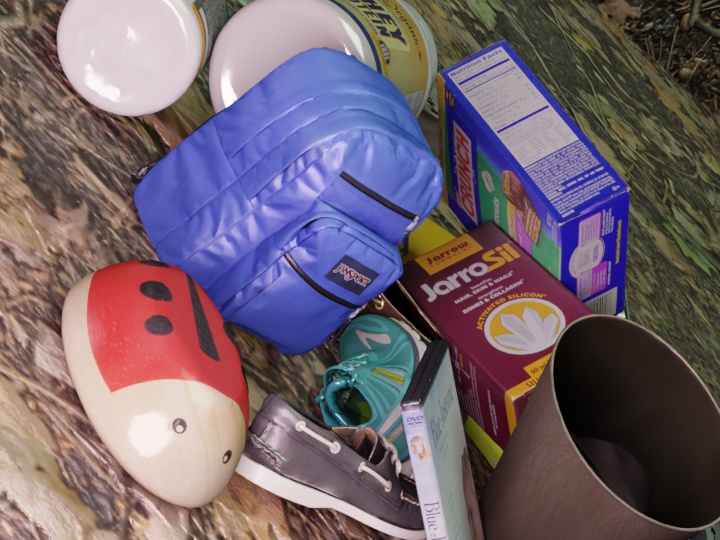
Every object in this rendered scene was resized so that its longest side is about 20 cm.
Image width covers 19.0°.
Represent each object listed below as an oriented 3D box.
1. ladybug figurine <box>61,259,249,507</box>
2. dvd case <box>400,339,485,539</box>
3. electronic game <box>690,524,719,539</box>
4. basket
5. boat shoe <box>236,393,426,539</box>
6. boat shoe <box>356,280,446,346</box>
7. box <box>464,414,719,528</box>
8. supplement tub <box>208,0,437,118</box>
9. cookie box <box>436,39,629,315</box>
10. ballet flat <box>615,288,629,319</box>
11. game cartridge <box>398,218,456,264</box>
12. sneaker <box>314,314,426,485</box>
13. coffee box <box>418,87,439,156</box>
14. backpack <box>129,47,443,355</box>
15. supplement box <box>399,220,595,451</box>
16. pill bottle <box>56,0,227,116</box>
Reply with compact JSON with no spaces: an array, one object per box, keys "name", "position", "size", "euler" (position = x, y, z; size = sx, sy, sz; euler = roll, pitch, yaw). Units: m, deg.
[{"name":"ladybug figurine","position":[-0.124,0.060,1.363],"size":[0.135,0.072,0.201],"euler":[33,23,-39]},{"name":"dvd case","position":[0.064,0.164,1.520],"size":[0.143,0.017,0.202],"euler":[-56,136,-72]},{"name":"electronic game","position":[0.204,0.220,1.726],"size":[0.198,0.042,0.201],"euler":[11,54,-15]},{"name":"basket","position":[0.167,0.164,1.591],"size":[0.135,0.200,0.181],"euler":[-9,59,-30]},{"name":"boat shoe","position":[-0.007,0.133,1.472],"size":[0.199,0.061,0.074],"euler":[24,6,-42]},{"name":"boat shoe","position":[0.000,0.000,1.735],"size":[0.201,0.070,0.070],"euler":[55,29,-10]},{"name":"box","position":[0.194,0.173,1.810],"size":[0.201,0.122,0.048],"euler":[53,-15,13]},{"name":"supplement tub","position":[-0.024,-0.163,1.770],"size":[0.145,0.144,0.200],"euler":[50,23,5]},{"name":"cookie box","position":[0.146,-0.067,1.846],"size":[0.200,0.075,0.172],"euler":[54,-18,35]},{"name":"ballet flat","position":[0.215,0.073,1.887],"size":[0.067,0.064,0.202],"euler":[2,64,-25]},{"name":"game cartridge","position":[0.063,0.005,2.009],"size":[0.199,0.032,0.177],"euler":[30,26,-41]},{"name":"sneaker","position":[0.007,0.090,1.622],"size":[0.079,0.078,0.200],"euler":[31,23,-22]},{"name":"coffee box","position":[-0.013,-0.152,2.010],"size":[0.200,0.114,0.080],"euler":[28,27,-50]},{"name":"backpack","position":[-0.035,-0.049,1.596],"size":[0.162,0.200,0.168],"euler":[26,28,-52]},{"name":"supplement box","position":[0.121,0.059,1.779],"size":[0.200,0.110,0.086],"euler":[45,-25,45]},{"name":"pill bottle","position":[-0.170,-0.203,1.737],"size":[0.116,0.116,0.200],"euler":[45,17,-9]}]
